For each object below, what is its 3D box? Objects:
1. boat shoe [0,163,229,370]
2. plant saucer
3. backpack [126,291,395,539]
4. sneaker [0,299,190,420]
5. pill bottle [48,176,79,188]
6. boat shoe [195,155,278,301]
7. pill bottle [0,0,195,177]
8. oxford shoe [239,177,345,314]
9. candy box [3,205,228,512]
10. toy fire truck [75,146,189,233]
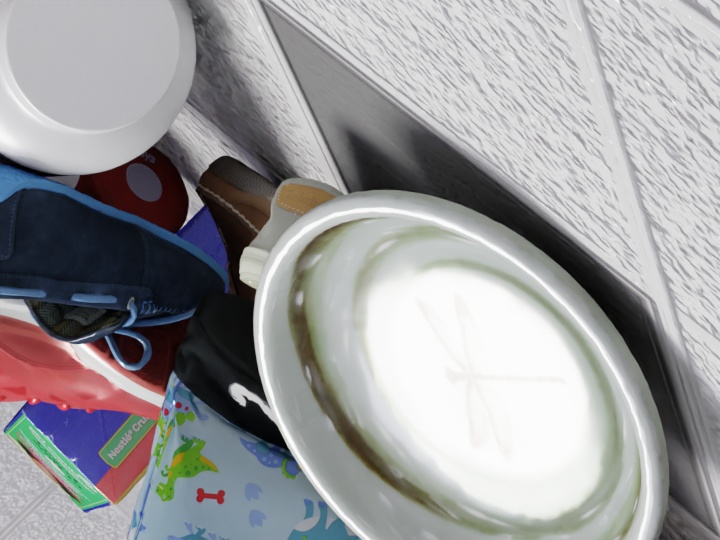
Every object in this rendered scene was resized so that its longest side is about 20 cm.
[{"bbox_3d":[-0.136,0.001,1.346,0.084,0.069,0.200,15,175,35],"label":"boat shoe"},{"bbox_3d":[0.048,0.047,1.185,0.200,0.050,0.200,23,133,28],"label":"plant saucer"},{"bbox_3d":[-0.042,0.139,1.313,0.163,0.200,0.154,25,-154,2],"label":"backpack"},{"bbox_3d":[-0.169,0.042,1.442,0.200,0.116,0.078,30,-143,-18],"label":"sneaker"},{"bbox_3d":[-0.216,-0.062,1.467,0.112,0.200,0.112,57,174,10],"label":"pill bottle"},{"bbox_3d":[-0.032,0.024,1.458,0.076,0.072,0.200,33,163,48],"label":"boat shoe"},{"bbox_3d":[-0.141,-0.098,1.318,0.112,0.112,0.200,48,169,-12],"label":"pill bottle"},{"bbox_3d":[0.000,0.000,1.313,0.075,0.058,0.200,20,175,18],"label":"oxford shoe"},{"bbox_3d":[-0.112,0.047,1.588,0.077,0.169,0.200,43,169,-1],"label":"candy box"},{"bbox_3d":[-0.207,-0.042,1.594,0.168,0.200,0.112,50,131,-1],"label":"toy fire truck"}]
